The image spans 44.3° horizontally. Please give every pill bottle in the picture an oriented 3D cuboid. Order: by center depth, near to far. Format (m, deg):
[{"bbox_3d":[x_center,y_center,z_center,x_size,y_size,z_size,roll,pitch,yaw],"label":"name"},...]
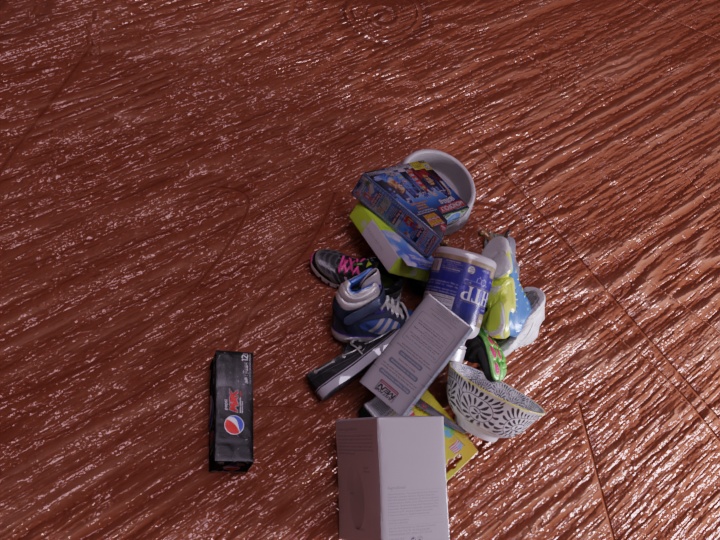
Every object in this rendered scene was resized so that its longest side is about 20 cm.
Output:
[{"bbox_3d":[0.174,0.066,1.659,0.119,0.120,0.201,16,86,-12],"label":"pill bottle"}]

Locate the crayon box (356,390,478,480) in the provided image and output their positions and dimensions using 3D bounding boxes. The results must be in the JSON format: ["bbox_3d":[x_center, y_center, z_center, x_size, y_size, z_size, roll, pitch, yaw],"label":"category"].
[{"bbox_3d":[0.104,0.297,1.622,0.127,0.051,0.200,-33,76,-33],"label":"crayon box"}]

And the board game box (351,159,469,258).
[{"bbox_3d":[0.118,-0.123,1.777,0.200,0.062,0.200,-18,60,-46],"label":"board game box"}]

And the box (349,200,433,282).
[{"bbox_3d":[0.073,-0.051,1.755,0.122,0.048,0.200,12,33,-43],"label":"box"}]

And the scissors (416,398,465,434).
[{"bbox_3d":[0.102,0.245,1.615,0.200,0.014,0.073,47,55,7],"label":"scissors"}]

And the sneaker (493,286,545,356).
[{"bbox_3d":[0.313,0.133,1.785,0.200,0.100,0.078,-44,45,-13],"label":"sneaker"}]

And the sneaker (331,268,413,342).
[{"bbox_3d":[0.044,0.063,1.669,0.199,0.147,0.081,-1,37,-18],"label":"sneaker"}]

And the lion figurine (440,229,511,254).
[{"bbox_3d":[0.232,-0.011,1.775,0.199,0.073,0.123,-19,55,-5],"label":"lion figurine"}]

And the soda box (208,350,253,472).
[{"bbox_3d":[-0.223,0.241,1.518,0.070,0.063,0.201,6,59,-17],"label":"soda box"}]

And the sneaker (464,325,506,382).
[{"bbox_3d":[0.217,0.150,1.719,0.077,0.084,0.200,36,16,-43],"label":"sneaker"}]

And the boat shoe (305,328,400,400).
[{"bbox_3d":[-0.010,0.156,1.629,0.199,0.074,0.068,-36,77,-7],"label":"boat shoe"}]

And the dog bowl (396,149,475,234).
[{"bbox_3d":[0.159,-0.176,1.916,0.199,0.059,0.201,9,59,-16],"label":"dog bowl"}]

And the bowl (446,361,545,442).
[{"bbox_3d":[0.234,0.258,1.648,0.200,0.201,0.095,25,96,-6],"label":"bowl"}]

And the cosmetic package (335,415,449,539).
[{"bbox_3d":[0.048,0.341,1.453,0.122,0.199,0.201,1,80,-21],"label":"cosmetic package"}]

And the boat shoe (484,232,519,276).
[{"bbox_3d":[0.289,-0.008,1.849,0.062,0.072,0.200,16,34,-6],"label":"boat shoe"}]

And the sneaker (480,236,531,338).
[{"bbox_3d":[0.283,0.039,1.728,0.105,0.076,0.201,19,72,-42],"label":"sneaker"}]

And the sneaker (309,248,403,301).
[{"bbox_3d":[0.000,0.000,1.731,0.199,0.088,0.074,25,55,-6],"label":"sneaker"}]

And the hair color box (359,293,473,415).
[{"bbox_3d":[0.100,0.151,1.568,0.099,0.061,0.200,38,89,13],"label":"hair color box"}]

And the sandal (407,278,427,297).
[{"bbox_3d":[0.195,0.039,1.813,0.199,0.043,0.076,9,58,-17],"label":"sandal"}]
